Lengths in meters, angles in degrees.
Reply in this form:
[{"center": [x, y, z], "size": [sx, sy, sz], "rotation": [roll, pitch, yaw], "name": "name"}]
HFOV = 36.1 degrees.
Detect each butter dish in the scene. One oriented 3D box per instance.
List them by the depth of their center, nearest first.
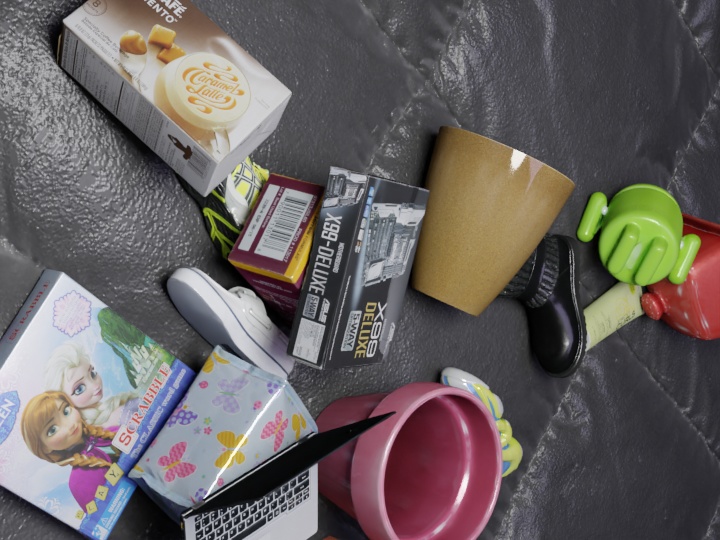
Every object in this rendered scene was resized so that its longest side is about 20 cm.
[{"center": [0.503, 0.029, 1.714], "size": [0.147, 0.200, 0.201], "rotation": [-24, 111, -12], "name": "butter dish"}]

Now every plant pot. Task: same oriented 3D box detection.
[{"center": [0.038, 0.223, 1.298], "size": [0.199, 0.178, 0.202], "rotation": [-4, 96, -40], "name": "plant pot"}, {"center": [0.145, -0.052, 1.388], "size": [0.185, 0.186, 0.202], "rotation": [24, 90, -39], "name": "plant pot"}]

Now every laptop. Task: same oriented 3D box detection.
[{"center": [-0.068, 0.238, 1.071], "size": [0.186, 0.115, 0.202], "rotation": [-25, 125, -44], "name": "laptop"}]

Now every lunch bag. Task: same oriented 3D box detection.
[{"center": [-0.126, 0.208, 1.181], "size": [0.170, 0.126, 0.201], "rotation": [-56, 152, -22], "name": "lunch bag"}]

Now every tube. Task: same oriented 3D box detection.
[{"center": [0.378, 0.062, 1.673], "size": [0.199, 0.052, 0.058], "rotation": [-27, 151, -43], "name": "tube"}]

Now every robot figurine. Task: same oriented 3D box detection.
[{"center": [0.412, -0.055, 1.621], "size": [0.200, 0.174, 0.117], "rotation": [-57, 168, -59], "name": "robot figurine"}]

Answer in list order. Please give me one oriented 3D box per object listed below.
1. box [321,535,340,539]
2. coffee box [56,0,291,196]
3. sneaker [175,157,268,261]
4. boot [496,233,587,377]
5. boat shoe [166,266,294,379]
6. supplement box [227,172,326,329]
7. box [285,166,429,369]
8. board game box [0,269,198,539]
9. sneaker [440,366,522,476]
[{"center": [-0.010, 0.392, 1.253], "size": [0.124, 0.199, 0.099], "rotation": [-20, 106, -39], "name": "box"}, {"center": [-0.182, -0.188, 1.078], "size": [0.200, 0.080, 0.114], "rotation": [42, 62, 1], "name": "coffee box"}, {"center": [-0.143, -0.102, 1.194], "size": [0.076, 0.075, 0.201], "rotation": [-46, 131, -37], "name": "sneaker"}, {"center": [0.235, 0.042, 1.520], "size": [0.157, 0.079, 0.214], "rotation": [4, 80, -48], "name": "boot"}, {"center": [-0.137, 0.052, 1.211], "size": [0.066, 0.073, 0.200], "rotation": [-60, 137, -26], "name": "boat shoe"}, {"center": [-0.052, -0.004, 1.218], "size": [0.111, 0.085, 0.200], "rotation": [-64, 152, -18], "name": "supplement box"}, {"center": [0.000, 0.000, 1.168], "size": [0.157, 0.049, 0.202], "rotation": [5, 100, -63], "name": "box"}, {"center": [-0.284, 0.138, 1.099], "size": [0.199, 0.041, 0.201], "rotation": [42, 66, -35], "name": "board game box"}, {"center": [0.147, 0.223, 1.462], "size": [0.105, 0.075, 0.201], "rotation": [-52, 124, -25], "name": "sneaker"}]
